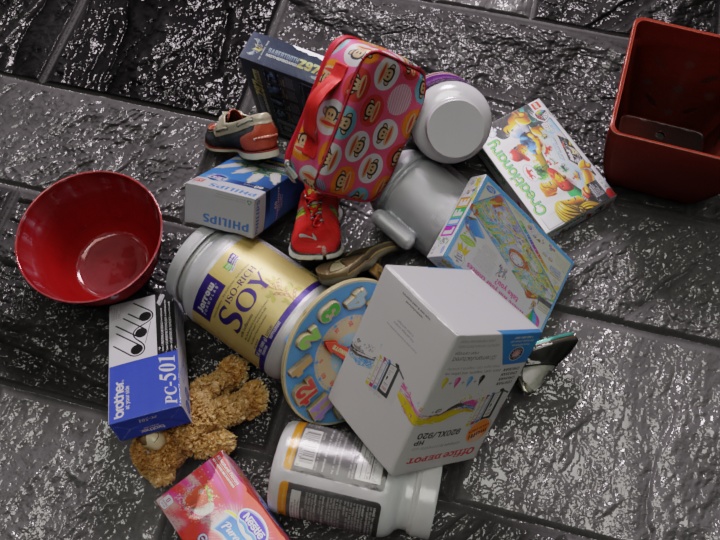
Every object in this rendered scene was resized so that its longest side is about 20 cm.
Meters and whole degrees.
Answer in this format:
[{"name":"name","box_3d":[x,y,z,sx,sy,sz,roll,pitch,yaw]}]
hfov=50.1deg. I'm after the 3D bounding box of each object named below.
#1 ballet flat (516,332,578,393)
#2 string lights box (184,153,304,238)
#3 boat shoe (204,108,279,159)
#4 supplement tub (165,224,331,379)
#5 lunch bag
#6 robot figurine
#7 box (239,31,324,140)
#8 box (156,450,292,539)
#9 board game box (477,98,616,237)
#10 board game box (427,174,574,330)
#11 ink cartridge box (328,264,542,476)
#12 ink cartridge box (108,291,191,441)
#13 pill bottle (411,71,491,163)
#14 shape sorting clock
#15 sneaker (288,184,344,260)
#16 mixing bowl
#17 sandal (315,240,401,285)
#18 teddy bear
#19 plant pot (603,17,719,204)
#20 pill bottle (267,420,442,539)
[{"name":"ballet flat","box_3d":[0.196,0.135,1.029,0.200,0.068,0.068,-12,76,7]},{"name":"string lights box","box_3d":[-0.151,-0.113,1.076,0.103,0.059,0.200,14,25,13]},{"name":"boat shoe","box_3d":[-0.178,-0.205,1.128,0.071,0.063,0.200,-20,23,-26]},{"name":"supplement tub","box_3d":[-0.144,0.036,1.033,0.200,0.145,0.145,33,72,14]},{"name":"lunch bag","box_3d":[-0.011,-0.190,0.986,0.082,0.176,0.200,34,107,32]},{"name":"robot figurine","box_3d":[0.093,-0.095,1.098,0.200,0.113,0.170,41,53,17]},{"name":"box","box_3d":[-0.081,-0.246,1.122,0.158,0.200,0.051,22,72,11]},{"name":"box","box_3d":[-0.144,0.331,0.933,0.100,0.095,0.200,-37,70,-13]},{"name":"board game box","box_3d":[0.272,-0.154,1.161,0.126,0.035,0.200,-29,69,-10]},{"name":"board game box","box_3d":[0.194,-0.014,1.040,0.200,0.034,0.135,40,68,-25]},{"name":"ink cartridge box","box_3d":[0.085,0.116,0.924,0.147,0.200,0.145,2,31,-39]},{"name":"ink cartridge box","box_3d":[-0.281,0.121,1.020,0.094,0.044,0.200,-14,47,-2]},{"name":"pill bottle","box_3d":[0.123,-0.218,1.098,0.112,0.200,0.113,0,109,0]},{"name":"shape sorting clock","box_3d":[-0.015,0.106,0.981,0.200,0.200,0.039,-42,40,-15]},{"name":"sneaker","box_3d":[-0.063,-0.080,1.067,0.077,0.085,0.200,-4,31,-1]},{"name":"mixing bowl","box_3d":[-0.366,-0.027,1.086,0.200,0.108,0.200,-1,66,1]},{"name":"sandal","box_3d":[0.000,0.000,1.042,0.080,0.200,0.054,-13,98,23]},{"name":"teddy bear","box_3d":[-0.215,0.191,1.011,0.200,0.067,0.145,-21,65,-8]},{"name":"plant pot","box_3d":[0.449,-0.206,1.101,0.200,0.176,0.200,16,68,8]},{"name":"pill bottle","box_3d":[-0.006,0.261,0.949,0.200,0.116,0.116,12,68,6]}]
